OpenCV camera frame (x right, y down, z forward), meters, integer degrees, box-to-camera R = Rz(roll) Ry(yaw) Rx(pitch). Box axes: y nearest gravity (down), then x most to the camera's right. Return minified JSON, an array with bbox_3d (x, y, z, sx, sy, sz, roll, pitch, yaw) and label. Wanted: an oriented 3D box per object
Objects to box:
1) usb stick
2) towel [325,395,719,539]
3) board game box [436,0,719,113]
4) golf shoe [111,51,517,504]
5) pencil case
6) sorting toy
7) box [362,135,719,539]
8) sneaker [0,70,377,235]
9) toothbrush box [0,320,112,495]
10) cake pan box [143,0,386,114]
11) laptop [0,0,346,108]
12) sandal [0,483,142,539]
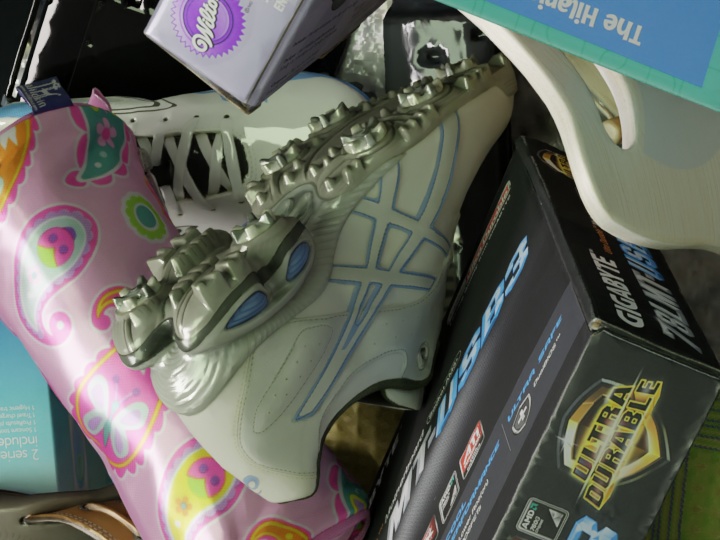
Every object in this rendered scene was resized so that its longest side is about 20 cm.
[{"bbox_3d":[0.036,-0.008,0.882,0.055,0.032,0.202,3,100,35],"label":"usb stick"},{"bbox_3d":[0.054,0.096,0.862,0.198,0.023,0.145,7,100,20],"label":"towel"},{"bbox_3d":[0.067,-0.164,0.614,0.151,0.045,0.202,22,115,13],"label":"board game box"},{"bbox_3d":[0.000,0.000,0.794,0.078,0.200,0.098,-12,115,50],"label":"golf shoe"},{"bbox_3d":[-0.076,0.031,0.817,0.087,0.087,0.201,-42,75,34],"label":"pencil case"},{"bbox_3d":[0.086,-0.070,0.740,0.200,0.179,0.107,48,123,19],"label":"sorting toy"},{"bbox_3d":[0.043,0.076,0.745,0.049,0.199,0.201,21,107,-10],"label":"box"},{"bbox_3d":[-0.082,-0.038,0.898,0.198,0.072,0.073,-5,101,24],"label":"sneaker"},{"bbox_3d":[-0.151,0.095,0.960,0.084,0.146,0.202,-3,96,5],"label":"toothbrush box"},{"bbox_3d":[0.018,-0.165,0.769,0.052,0.200,0.185,35,119,3],"label":"cake pan box"},{"bbox_3d":[-0.088,-0.143,0.967,0.199,0.103,0.178,23,115,4],"label":"laptop"},{"bbox_3d":[-0.100,0.112,0.860,0.198,0.055,0.083,-1,97,-1],"label":"sandal"}]
